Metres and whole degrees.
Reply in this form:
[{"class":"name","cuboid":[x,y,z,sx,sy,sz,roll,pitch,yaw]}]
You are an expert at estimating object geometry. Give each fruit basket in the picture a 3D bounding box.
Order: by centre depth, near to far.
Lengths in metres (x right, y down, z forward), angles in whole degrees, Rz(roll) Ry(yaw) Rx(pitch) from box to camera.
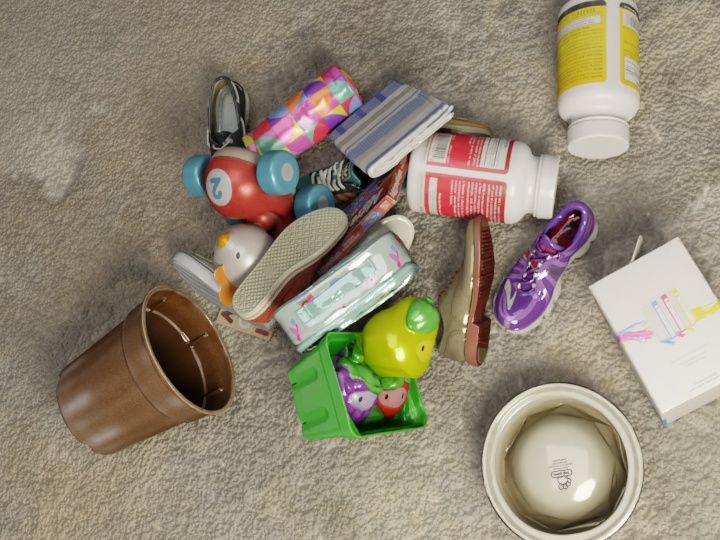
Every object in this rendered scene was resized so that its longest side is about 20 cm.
[{"class":"fruit basket","cuboid":[0.031,0.131,1.178,0.213,0.215,0.158,-20,75,14]}]

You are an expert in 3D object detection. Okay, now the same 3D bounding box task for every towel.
[{"class":"towel","cuboid":[0.038,-0.203,1.281,0.146,0.024,0.200,-39,29,-1]}]

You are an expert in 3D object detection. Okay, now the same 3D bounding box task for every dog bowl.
[{"class":"dog bowl","cuboid":[0.255,0.246,1.142,0.197,0.074,0.203,-5,74,18]}]

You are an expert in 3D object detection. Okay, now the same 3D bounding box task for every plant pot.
[{"class":"plant pot","cuboid":[-0.318,0.159,1.320,0.197,0.200,0.202,-31,67,18]}]

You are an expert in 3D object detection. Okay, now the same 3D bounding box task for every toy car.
[{"class":"toy car","cuboid":[-0.166,-0.052,1.289,0.182,0.177,0.203,2,65,36]}]

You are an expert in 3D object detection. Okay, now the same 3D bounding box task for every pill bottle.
[{"class":"pill bottle","cuboid":[0.322,-0.261,1.231,0.110,0.111,0.203,-1,75,19]},{"class":"pill bottle","cuboid":[0.169,-0.125,1.245,0.197,0.112,0.114,9,79,13]}]

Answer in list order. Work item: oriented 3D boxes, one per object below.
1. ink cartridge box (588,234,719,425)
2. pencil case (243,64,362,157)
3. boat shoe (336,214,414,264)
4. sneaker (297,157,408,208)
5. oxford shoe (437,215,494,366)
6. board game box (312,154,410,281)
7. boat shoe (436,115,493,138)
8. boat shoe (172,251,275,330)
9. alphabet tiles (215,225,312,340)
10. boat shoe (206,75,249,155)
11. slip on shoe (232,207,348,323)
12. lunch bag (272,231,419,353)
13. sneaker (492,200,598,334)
[{"class":"ink cartridge box","cuboid":[0.375,0.066,1.116,0.124,0.128,0.202,-30,67,10]},{"class":"pencil case","cuboid":[-0.087,-0.226,1.390,0.199,0.088,0.089,-37,67,10]},{"class":"boat shoe","cuboid":[-0.002,-0.002,1.304,0.072,0.060,0.202,43,95,-3]},{"class":"sneaker","cuboid":[-0.019,-0.138,1.338,0.197,0.080,0.073,-10,72,20]},{"class":"oxford shoe","cuboid":[0.137,0.025,1.226,0.074,0.070,0.203,7,94,26]},{"class":"board game box","cuboid":[-0.003,-0.073,1.265,0.200,0.019,0.104,-44,20,40]},{"class":"boat shoe","cuboid":[0.100,-0.213,1.327,0.197,0.072,0.077,6,64,20]},{"class":"boat shoe","cuboid":[-0.196,0.021,1.371,0.198,0.072,0.062,30,64,20]},{"class":"alphabet tiles","cuboid":[-0.147,-0.002,1.390,0.165,0.008,0.203,16,81,23]},{"class":"boat shoe","cuboid":[-0.212,-0.209,1.440,0.075,0.060,0.203,-13,72,16]},{"class":"slip on shoe","cuboid":[-0.091,-0.006,1.246,0.200,0.061,0.074,-47,55,0]},{"class":"lunch bag","cuboid":[-0.018,0.032,1.195,0.199,0.160,0.077,-37,89,5]},{"class":"sneaker","cuboid":[0.239,-0.011,1.211,0.080,0.083,0.201,32,89,24]}]
